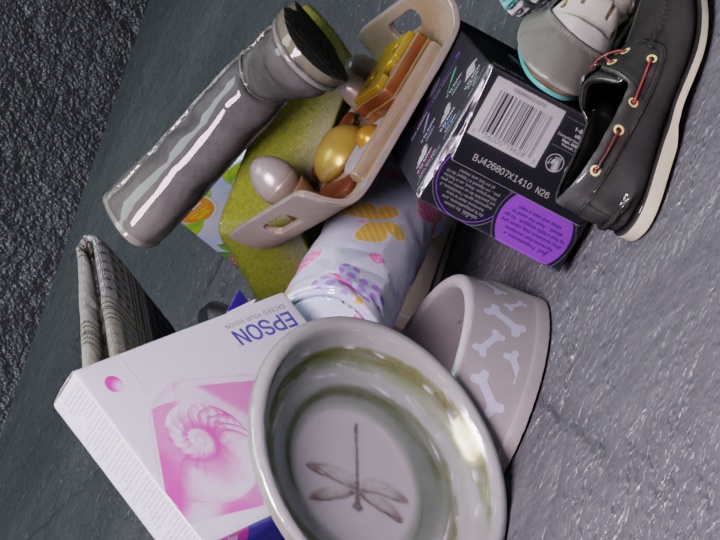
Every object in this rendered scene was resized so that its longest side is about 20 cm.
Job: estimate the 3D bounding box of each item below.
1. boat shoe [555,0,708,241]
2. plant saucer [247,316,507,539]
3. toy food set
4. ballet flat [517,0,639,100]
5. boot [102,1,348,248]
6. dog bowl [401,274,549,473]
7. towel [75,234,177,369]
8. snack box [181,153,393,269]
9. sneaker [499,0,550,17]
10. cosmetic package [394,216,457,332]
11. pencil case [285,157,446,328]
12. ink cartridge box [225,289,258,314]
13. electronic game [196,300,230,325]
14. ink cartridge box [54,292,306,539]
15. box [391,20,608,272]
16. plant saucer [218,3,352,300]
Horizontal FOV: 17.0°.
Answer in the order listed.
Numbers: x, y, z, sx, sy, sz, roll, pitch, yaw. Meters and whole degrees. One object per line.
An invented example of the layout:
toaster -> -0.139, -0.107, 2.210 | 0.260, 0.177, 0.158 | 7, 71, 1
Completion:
boat shoe -> 0.178, -0.118, 1.572 | 0.074, 0.063, 0.202 | -45, 23, 61
plant saucer -> 0.002, 0.128, 1.518 | 0.050, 0.200, 0.201 | -35, 31, 43
toy food set -> -0.014, -0.111, 1.712 | 0.201, 0.060, 0.143 | -60, 14, -22
ballet flat -> 0.154, -0.173, 1.664 | 0.064, 0.067, 0.200 | -55, -1, 22
boot -> -0.102, -0.098, 1.702 | 0.200, 0.073, 0.182 | -39, 5, 6
dog bowl -> 0.058, 0.093, 1.675 | 0.201, 0.058, 0.200 | -58, 15, 26
towel -> -0.136, 0.095, 1.678 | 0.034, 0.193, 0.200 | -30, 36, 8
snack box -> -0.054, -0.086, 2.044 | 0.199, 0.142, 0.053 | -31, 49, 17
sneaker -> 0.130, -0.248, 1.747 | 0.078, 0.091, 0.200 | -48, -6, 33
cosmetic package -> -0.001, 0.013, 1.994 | 0.200, 0.071, 0.106 | -35, 33, 64
pencil case -> 0.000, 0.000, 1.735 | 0.200, 0.083, 0.091 | -63, -8, -55
ink cartridge box -> -0.046, 0.124, 1.707 | 0.043, 0.199, 0.200 | -27, 16, 22
electronic game -> -0.063, 0.110, 1.842 | 0.042, 0.200, 0.200 | -34, 21, 8
ink cartridge box -> -0.064, 0.121, 1.542 | 0.196, 0.200, 0.043 | -21, -26, -46
box -> 0.098, -0.095, 1.698 | 0.106, 0.122, 0.200 | -60, 16, 11
plant saucer -> -0.032, -0.070, 1.855 | 0.200, 0.048, 0.201 | 64, -139, -61
